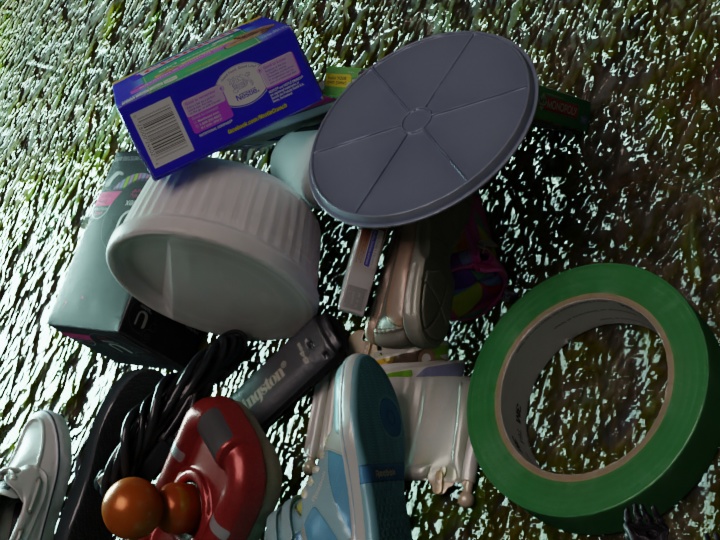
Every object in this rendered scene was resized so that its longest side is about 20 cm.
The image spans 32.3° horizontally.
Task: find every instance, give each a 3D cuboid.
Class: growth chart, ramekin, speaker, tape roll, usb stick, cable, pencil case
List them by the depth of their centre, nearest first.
[{"bbox_3d":[0.176,0.095,0.940,0.199,0.048,0.203,-20,54,29],"label":"tape roll"},{"bbox_3d":[0.029,0.120,1.065,0.198,0.018,0.146,1,65,39],"label":"growth chart"},{"bbox_3d":[0.073,-0.049,1.087,0.088,0.088,0.202,-32,49,20],"label":"pencil case"},{"bbox_3d":[-0.024,-0.094,1.135,0.082,0.081,0.200,-57,16,-5],"label":"speaker"},{"bbox_3d":[-0.089,0.118,1.140,0.200,0.032,0.056,-43,45,17],"label":"usb stick"},{"bbox_3d":[-0.177,0.126,1.146,0.051,0.163,0.200,38,75,7],"label":"cable"},{"bbox_3d":[-0.127,-0.022,1.150,0.200,0.202,0.095,-7,56,36],"label":"ramekin"}]

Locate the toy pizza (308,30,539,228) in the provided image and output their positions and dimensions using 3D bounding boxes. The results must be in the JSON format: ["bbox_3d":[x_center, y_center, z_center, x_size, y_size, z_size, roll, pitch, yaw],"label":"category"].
[{"bbox_3d":[0.050,-0.108,0.973,0.198,0.032,0.202,-19,45,20],"label":"toy pizza"}]

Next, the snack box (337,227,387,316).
[{"bbox_3d":[0.000,0.000,1.052,0.024,0.200,0.073,15,89,-1],"label":"snack box"}]

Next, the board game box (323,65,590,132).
[{"bbox_3d":[0.084,-0.151,1.093,0.198,0.134,0.030,11,94,37],"label":"board game box"}]

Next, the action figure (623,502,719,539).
[{"bbox_3d":[0.195,0.254,0.792,0.117,0.102,0.203,12,112,15],"label":"action figure"}]

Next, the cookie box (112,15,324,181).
[{"bbox_3d":[-0.138,-0.166,1.151,0.170,0.076,0.200,-26,18,-6],"label":"cookie box"}]

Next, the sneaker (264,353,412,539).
[{"bbox_3d":[-0.030,0.175,1.017,0.129,0.079,0.203,-16,68,32],"label":"sneaker"}]

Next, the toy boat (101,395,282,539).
[{"bbox_3d":[-0.162,0.206,1.066,0.131,0.129,0.202,48,120,46],"label":"toy boat"}]

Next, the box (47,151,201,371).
[{"bbox_3d":[-0.216,-0.012,1.281,0.121,0.106,0.202,2,66,40],"label":"box"}]

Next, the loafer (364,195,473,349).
[{"bbox_3d":[0.044,-0.032,0.995,0.062,0.072,0.202,-6,58,32],"label":"loafer"}]

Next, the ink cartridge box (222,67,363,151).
[{"bbox_3d":[-0.052,-0.160,1.247,0.198,0.094,0.038,-16,89,33],"label":"ink cartridge box"}]

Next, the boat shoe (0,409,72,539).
[{"bbox_3d":[-0.345,0.230,1.267,0.073,0.065,0.202,-20,53,28],"label":"boat shoe"}]

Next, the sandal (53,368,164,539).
[{"bbox_3d":[-0.251,0.185,1.210,0.042,0.076,0.202,12,73,40],"label":"sandal"}]
